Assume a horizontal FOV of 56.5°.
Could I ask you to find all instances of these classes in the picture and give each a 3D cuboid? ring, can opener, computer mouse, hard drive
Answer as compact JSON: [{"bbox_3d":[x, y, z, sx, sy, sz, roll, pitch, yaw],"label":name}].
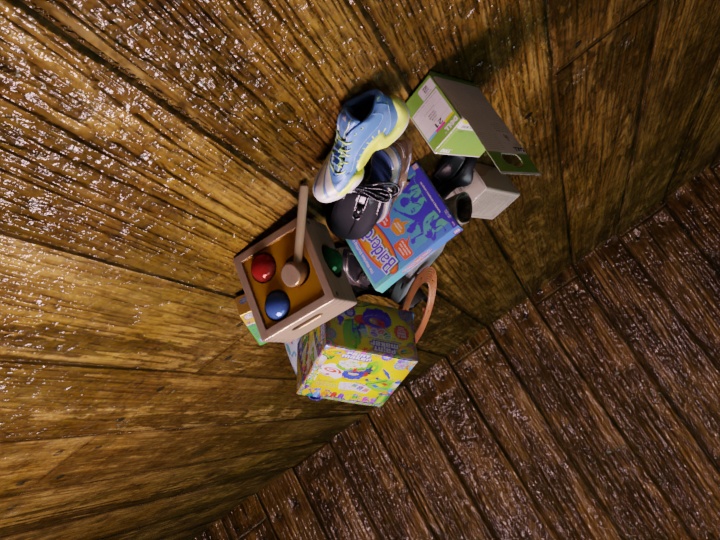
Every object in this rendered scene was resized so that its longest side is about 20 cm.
[{"bbox_3d":[0.123,0.087,1.512,0.200,0.019,0.205,-45,145,-45],"label":"ring"},{"bbox_3d":[0.168,-0.174,1.374,0.200,0.077,0.064,-50,-167,46],"label":"can opener"},{"bbox_3d":[-0.016,-0.100,1.165,0.134,0.054,0.201,11,158,-7],"label":"computer mouse"},{"bbox_3d":[0.145,-0.027,1.530,0.200,0.026,0.133,-47,165,-35],"label":"hard drive"}]

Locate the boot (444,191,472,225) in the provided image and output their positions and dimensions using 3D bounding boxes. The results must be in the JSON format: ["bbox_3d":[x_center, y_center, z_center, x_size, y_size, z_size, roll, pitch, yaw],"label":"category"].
[{"bbox_3d":[0.118,-0.069,1.328,0.196,0.073,0.184,-12,-143,35],"label":"boot"}]

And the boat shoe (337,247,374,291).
[{"bbox_3d":[0.000,0.000,1.362,0.063,0.074,0.200,1,165,15],"label":"boat shoe"}]

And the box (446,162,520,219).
[{"bbox_3d":[0.265,-0.174,1.476,0.095,0.079,0.198,-42,159,26],"label":"box"}]

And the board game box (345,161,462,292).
[{"bbox_3d":[0.073,-0.081,1.276,0.199,0.154,0.045,-38,160,14],"label":"board game box"}]

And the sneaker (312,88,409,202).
[{"bbox_3d":[-0.021,-0.194,0.997,0.200,0.076,0.104,-47,146,14],"label":"sneaker"}]

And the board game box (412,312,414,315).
[{"bbox_3d":[0.016,0.101,1.581,0.194,0.042,0.153,9,177,17],"label":"board game box"}]

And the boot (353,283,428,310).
[{"bbox_3d":[0.062,0.052,1.560,0.198,0.140,0.078,-30,166,-32],"label":"boot"}]

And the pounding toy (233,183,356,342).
[{"bbox_3d":[-0.110,-0.007,1.149,0.197,0.188,0.142,-29,163,18],"label":"pounding toy"}]

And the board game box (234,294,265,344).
[{"bbox_3d":[-0.139,0.067,1.356,0.195,0.041,0.154,-24,151,-3],"label":"board game box"}]

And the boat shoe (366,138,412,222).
[{"bbox_3d":[0.053,-0.155,1.187,0.072,0.073,0.201,-32,166,-23],"label":"boat shoe"}]

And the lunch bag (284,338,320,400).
[{"bbox_3d":[-0.118,0.209,1.634,0.125,0.173,0.201,-19,157,-24],"label":"lunch bag"}]

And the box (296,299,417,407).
[{"bbox_3d":[-0.012,0.169,1.376,0.195,0.125,0.194,13,139,-19],"label":"box"}]

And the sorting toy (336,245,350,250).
[{"bbox_3d":[-0.068,0.011,1.444,0.197,0.037,0.185,-10,150,-49],"label":"sorting toy"}]

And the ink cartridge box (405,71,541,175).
[{"bbox_3d":[0.177,-0.208,1.062,0.146,0.203,0.076,-7,150,-51],"label":"ink cartridge box"}]
